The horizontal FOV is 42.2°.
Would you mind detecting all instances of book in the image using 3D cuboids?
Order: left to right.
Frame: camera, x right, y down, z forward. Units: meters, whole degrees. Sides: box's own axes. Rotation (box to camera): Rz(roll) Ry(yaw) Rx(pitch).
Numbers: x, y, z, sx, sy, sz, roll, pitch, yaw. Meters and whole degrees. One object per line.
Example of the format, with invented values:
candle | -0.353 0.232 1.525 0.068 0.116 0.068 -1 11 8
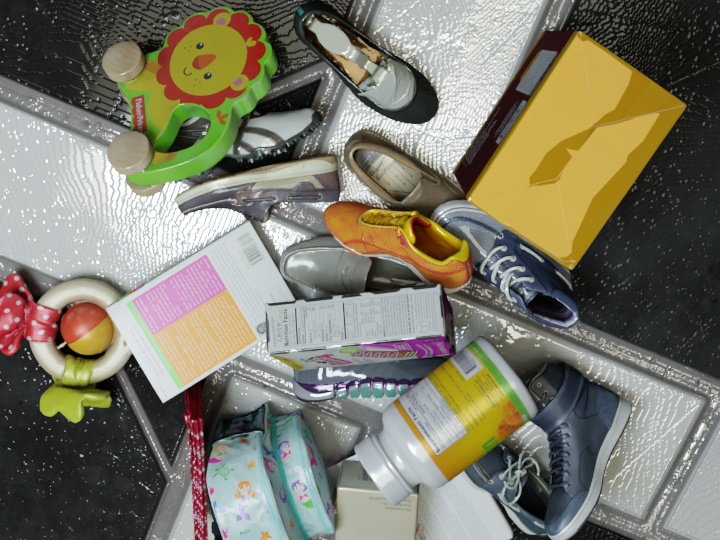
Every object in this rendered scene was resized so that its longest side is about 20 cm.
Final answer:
book | -0.187 0.047 1.128 0.199 0.048 0.135 -31 101 -5

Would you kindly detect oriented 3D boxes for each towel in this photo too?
towel | -0.201 0.243 1.144 0.022 0.145 0.203 -3 104 -10

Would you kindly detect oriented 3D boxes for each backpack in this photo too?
backpack | -0.112 0.271 1.120 0.149 0.200 0.180 -17 102 5

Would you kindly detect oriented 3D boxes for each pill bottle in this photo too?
pill bottle | 0.095 0.178 1.075 0.199 0.111 0.112 -37 101 -1

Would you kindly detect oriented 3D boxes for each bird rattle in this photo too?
bird rattle | -0.359 0.079 1.150 0.162 0.113 0.201 -34 91 -5

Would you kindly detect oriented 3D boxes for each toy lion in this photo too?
toy lion | -0.183 -0.197 1.030 0.189 0.069 0.202 -14 62 6

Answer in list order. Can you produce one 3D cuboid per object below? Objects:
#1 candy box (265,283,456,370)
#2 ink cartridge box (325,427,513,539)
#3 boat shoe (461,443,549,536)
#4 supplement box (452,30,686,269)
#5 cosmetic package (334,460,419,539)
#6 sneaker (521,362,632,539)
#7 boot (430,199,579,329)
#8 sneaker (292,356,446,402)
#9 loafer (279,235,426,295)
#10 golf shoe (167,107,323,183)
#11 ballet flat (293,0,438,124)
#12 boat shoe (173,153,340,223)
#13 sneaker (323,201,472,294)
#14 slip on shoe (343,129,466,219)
candy box | 0.004 0.068 1.058 0.197 0.136 0.062 -6 75 10
ink cartridge box | 0.077 0.290 1.202 0.172 0.044 0.201 -27 102 12
boat shoe | 0.189 0.262 1.159 0.062 0.075 0.200 -16 119 51
supplement box | 0.212 -0.138 1.010 0.132 0.200 0.198 32 103 -7
cosmetic package | 0.018 0.347 1.164 0.102 0.073 0.203 3 106 4
sneaker | 0.230 0.208 1.128 0.145 0.077 0.204 34 64 -9
boot | 0.171 -0.007 1.077 0.198 0.091 0.073 25 119 -18
sneaker | 0.010 0.108 1.144 0.197 0.074 0.089 -7 99 4
loafer | 0.000 0.000 1.116 0.197 0.070 0.071 2 108 1
golf shoe | -0.144 -0.170 1.075 0.198 0.078 0.096 -15 103 4
ballet flat | 0.004 -0.230 1.060 0.199 0.068 0.068 34 102 -7
boat shoe | -0.119 -0.088 1.098 0.197 0.072 0.066 -14 96 -1
sneaker | 0.044 -0.046 1.068 0.198 0.073 0.078 22 143 25
slip on shoe | 0.065 -0.093 1.097 0.199 0.061 0.076 39 102 -8
